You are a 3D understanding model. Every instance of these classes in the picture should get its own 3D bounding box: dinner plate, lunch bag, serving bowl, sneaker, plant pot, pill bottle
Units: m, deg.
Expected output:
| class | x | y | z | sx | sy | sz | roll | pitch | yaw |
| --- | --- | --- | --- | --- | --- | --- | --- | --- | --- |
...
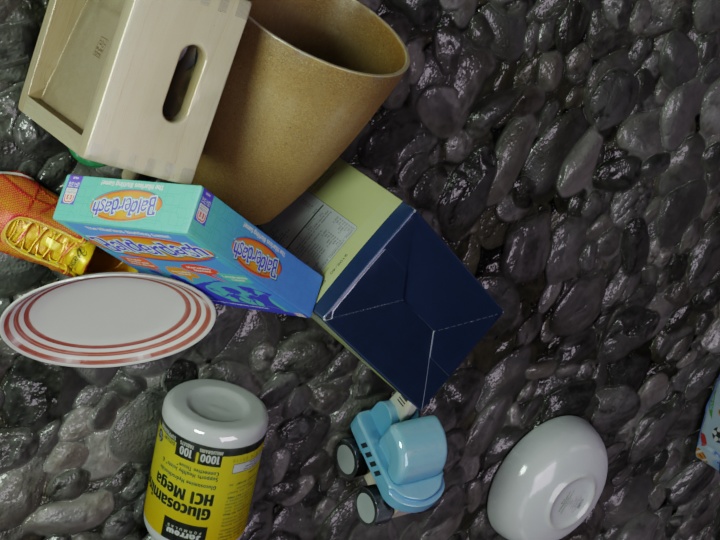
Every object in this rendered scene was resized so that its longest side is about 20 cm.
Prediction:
| class | x | y | z | sx | sy | sz | roll | pitch | yaw |
| --- | --- | --- | --- | --- | --- | --- | --- | --- | --- |
| dinner plate | -0.234 | 0.042 | 1.248 | 0.198 | 0.024 | 0.201 | -9 | 154 | -4 |
| lunch bag | 0.601 | 0.212 | 2.053 | 0.159 | 0.075 | 0.202 | -4 | 120 | -39 |
| serving bowl | 0.271 | 0.302 | 1.850 | 0.199 | 0.066 | 0.202 | -21 | 128 | -28 |
| sneaker | -0.276 | -0.035 | 1.193 | 0.199 | 0.077 | 0.073 | 16 | 105 | -43 |
| plant pot | -0.079 | -0.148 | 1.227 | 0.185 | 0.187 | 0.201 | 2 | 129 | -39 |
| pill bottle | -0.168 | 0.226 | 1.418 | 0.112 | 0.112 | 0.202 | -5 | 119 | -36 |

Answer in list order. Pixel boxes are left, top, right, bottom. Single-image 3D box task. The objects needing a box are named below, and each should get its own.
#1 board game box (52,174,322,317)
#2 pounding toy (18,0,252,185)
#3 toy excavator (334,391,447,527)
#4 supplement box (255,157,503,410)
| class | x | y | z | sx | sy | sz | roll | pitch | yaw |
| --- | --- | --- | --- | --- | --- | --- | --- | --- | --- |
| board game box | -0.147 | -0.019 | 1.178 | 0.200 | 0.151 | 0.045 | 38 | 64 | -53 |
| pounding toy | -0.188 | -0.156 | 1.131 | 0.141 | 0.184 | 0.202 | 12 | 103 | -37 |
| toy excavator | 0.051 | 0.170 | 1.556 | 0.099 | 0.196 | 0.200 | -7 | 148 | -35 |
| supplement box | 0.000 | 0.000 | 1.347 | 0.134 | 0.200 | 0.200 | -48 | 136 | -4 |
